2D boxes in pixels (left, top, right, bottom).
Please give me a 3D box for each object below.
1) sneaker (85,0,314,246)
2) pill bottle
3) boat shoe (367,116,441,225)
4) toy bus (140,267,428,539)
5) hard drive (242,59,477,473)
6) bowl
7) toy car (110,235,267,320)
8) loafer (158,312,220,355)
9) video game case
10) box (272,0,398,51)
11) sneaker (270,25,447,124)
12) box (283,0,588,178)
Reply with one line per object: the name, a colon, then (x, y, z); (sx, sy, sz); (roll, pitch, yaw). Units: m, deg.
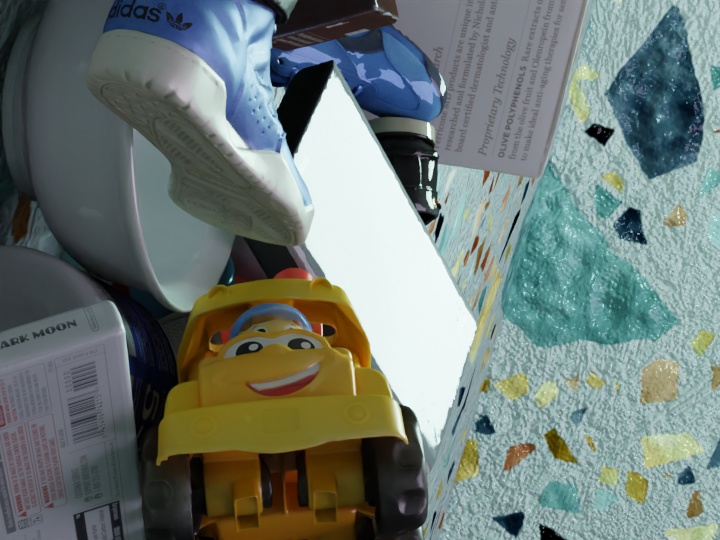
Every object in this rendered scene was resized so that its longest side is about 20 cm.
sneaker: (-0.058, -0.093, 1.021); (0.200, 0.076, 0.112); (51, 54, -59)
pill bottle: (-0.158, 0.060, 1.133); (0.200, 0.119, 0.120); (41, 67, -78)
boat shoe: (0.003, -0.038, 1.400); (0.201, 0.073, 0.064); (134, -44, -70)
toy bus: (-0.039, 0.071, 1.083); (0.200, 0.135, 0.193); (90, -3, -55)
hard drive: (0.000, 0.000, 1.246); (0.201, 0.033, 0.140); (60, 32, -29)
bowl: (-0.123, -0.081, 1.110); (0.201, 0.090, 0.203); (5, 90, -77)
toy car: (-0.094, 0.007, 1.387); (0.185, 0.176, 0.201); (115, -26, -44)
loafer: (-0.118, 0.077, 1.263); (0.199, 0.072, 0.063); (-30, 167, 12)
video game case: (-0.189, 0.102, 0.988); (0.200, 0.181, 0.023); (92, -24, -54)
box: (-0.040, -0.221, 1.149); (0.100, 0.074, 0.201); (-17, 92, -82)
sneaker: (-0.038, -0.128, 1.294); (0.066, 0.200, 0.079); (-28, -143, 49)
box: (0.045, -0.196, 1.438); (0.199, 0.170, 0.201); (-104, -156, -63)
